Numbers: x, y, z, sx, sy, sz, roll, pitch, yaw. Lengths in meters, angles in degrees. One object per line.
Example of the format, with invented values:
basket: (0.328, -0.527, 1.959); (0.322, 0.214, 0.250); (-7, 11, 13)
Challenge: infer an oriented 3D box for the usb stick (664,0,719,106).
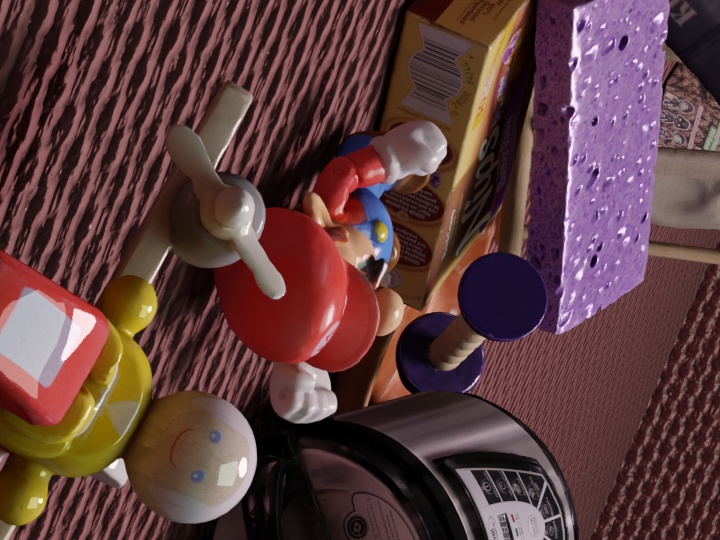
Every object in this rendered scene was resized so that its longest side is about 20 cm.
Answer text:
usb stick: (0.178, -0.172, 1.424); (0.055, 0.200, 0.033); (-35, -167, 41)

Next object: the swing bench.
swing bench: (0.194, -0.091, 1.531); (0.130, 0.199, 0.200); (-76, 173, -79)

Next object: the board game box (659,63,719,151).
board game box: (0.404, -0.157, 2.328); (0.160, 0.200, 0.097); (-57, 165, -36)

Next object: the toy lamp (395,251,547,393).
toy lamp: (0.060, 0.038, 1.426); (0.058, 0.058, 0.200); (-61, -177, -20)

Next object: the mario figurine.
mario figurine: (0.000, 0.000, 1.208); (0.200, 0.106, 0.124); (-55, 131, -66)

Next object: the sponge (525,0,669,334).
sponge: (0.136, -0.072, 1.396); (0.112, 0.030, 0.200); (-29, 128, -50)

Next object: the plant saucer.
plant saucer: (0.031, 0.032, 1.569); (0.200, 0.032, 0.200); (-59, 165, -27)

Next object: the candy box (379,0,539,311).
candy box: (0.054, -0.088, 1.388); (0.117, 0.056, 0.200); (-51, 160, -45)

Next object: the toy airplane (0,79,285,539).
toy airplane: (-0.100, 0.049, 0.833); (0.199, 0.141, 0.200); (-45, 156, -58)

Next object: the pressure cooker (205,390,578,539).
pressure cooker: (0.010, 0.167, 1.376); (0.200, 0.176, 0.179); (-10, 128, -55)
